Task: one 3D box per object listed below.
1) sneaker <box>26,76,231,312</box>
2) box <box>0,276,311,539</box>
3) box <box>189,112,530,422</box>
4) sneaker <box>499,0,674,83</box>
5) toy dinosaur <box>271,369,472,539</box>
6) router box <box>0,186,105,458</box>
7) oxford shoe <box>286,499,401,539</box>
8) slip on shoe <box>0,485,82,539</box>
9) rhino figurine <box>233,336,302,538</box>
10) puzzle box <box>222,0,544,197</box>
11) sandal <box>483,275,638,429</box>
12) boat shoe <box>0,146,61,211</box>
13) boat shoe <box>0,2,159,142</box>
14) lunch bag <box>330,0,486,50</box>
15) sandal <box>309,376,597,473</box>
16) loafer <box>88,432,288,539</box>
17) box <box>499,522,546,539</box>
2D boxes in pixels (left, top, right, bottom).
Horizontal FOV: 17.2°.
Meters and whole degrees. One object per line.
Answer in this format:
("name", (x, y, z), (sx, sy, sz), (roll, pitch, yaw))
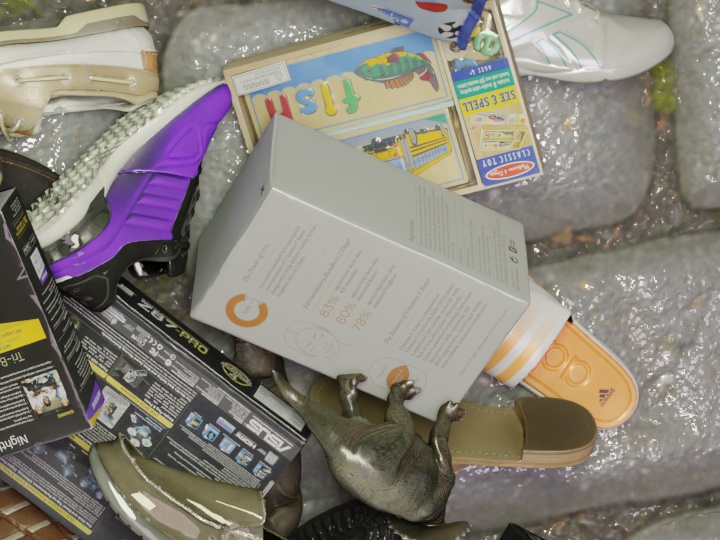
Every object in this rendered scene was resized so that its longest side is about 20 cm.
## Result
("sneaker", (-0.143, -0.046, 1.609), (0.200, 0.070, 0.100), (-47, 111, -34))
("box", (-0.157, 0.112, 1.640), (0.200, 0.049, 0.161), (36, 104, -2))
("box", (0.000, 0.000, 1.641), (0.200, 0.098, 0.124), (24, 122, -16))
("sneaker", (0.132, -0.175, 1.691), (0.200, 0.070, 0.080), (-3, 105, -16))
("toy dinosaur", (0.020, 0.128, 1.611), (0.077, 0.102, 0.200), (-21, 132, 29))
("router box", (-0.286, 0.053, 1.531), (0.200, 0.052, 0.157), (-17, 107, 9))
("oxford shoe", (-0.021, 0.231, 1.730), (0.084, 0.073, 0.200), (-4, 143, -44))
("slip on shoe", (-0.270, 0.209, 1.679), (0.200, 0.061, 0.076), (-22, 65, -23))
("rhino figurine", (-0.075, 0.112, 1.702), (0.060, 0.087, 0.200), (6, 105, 22))
("puzzle box", (0.017, -0.106, 1.660), (0.200, 0.025, 0.133), (-14, 110, 10))
("sandal", (0.135, 0.056, 1.759), (0.206, 0.059, 0.079), (32, 93, -21))
("boat shoe", (-0.274, -0.050, 1.563), (0.200, 0.073, 0.075), (8, 97, -35))
("boat shoe", (-0.230, -0.123, 1.586), (0.200, 0.075, 0.069), (-16, 89, -13))
("lunch bag", (0.028, -0.271, 1.586), (0.170, 0.124, 0.200), (18, 69, -4))
("sandal", (0.065, 0.130, 1.751), (0.211, 0.078, 0.070), (5, 135, -2))
("loafer", (-0.093, 0.167, 1.592), (0.200, 0.075, 0.070), (38, 95, -9))
("box", (0.106, 0.307, 1.741), (0.050, 0.200, 0.199), (28, 94, -19))
